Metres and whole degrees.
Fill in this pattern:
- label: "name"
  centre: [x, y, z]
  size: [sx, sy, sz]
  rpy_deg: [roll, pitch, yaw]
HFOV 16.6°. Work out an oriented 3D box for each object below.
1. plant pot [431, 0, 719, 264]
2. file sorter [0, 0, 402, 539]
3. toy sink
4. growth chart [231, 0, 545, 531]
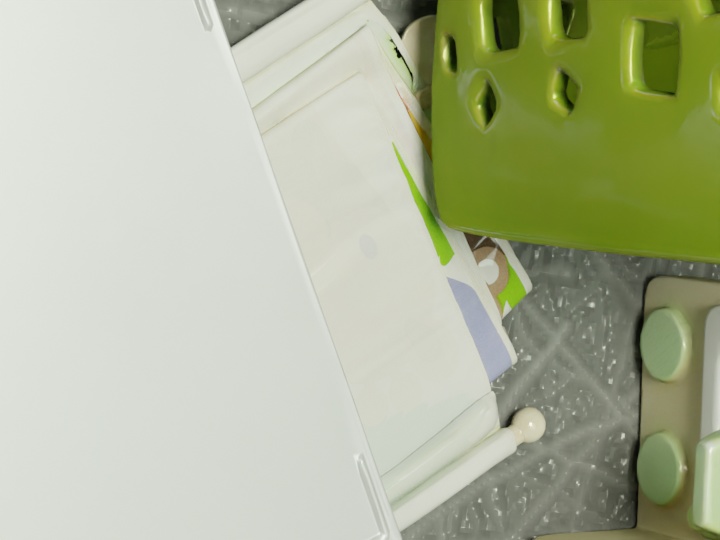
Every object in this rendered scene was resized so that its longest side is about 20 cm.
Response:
- label: "plant pot"
  centre: [0.145, -0.115, 0.830]
  size: [0.198, 0.200, 0.182]
  rpy_deg: [-17, 106, -35]
- label: "file sorter"
  centre: [-0.103, 0.015, 0.751]
  size: [0.138, 0.124, 0.201]
  rpy_deg: [-25, 105, -25]
- label: "toy sink"
  centre: [0.176, 0.061, 0.915]
  size: [0.199, 0.130, 0.113]
  rpy_deg: [-1, 94, -29]
- label: "growth chart"
  centre: [0.000, 0.000, 0.872]
  size: [0.144, 0.018, 0.201]
  rpy_deg: [-26, 106, -27]
